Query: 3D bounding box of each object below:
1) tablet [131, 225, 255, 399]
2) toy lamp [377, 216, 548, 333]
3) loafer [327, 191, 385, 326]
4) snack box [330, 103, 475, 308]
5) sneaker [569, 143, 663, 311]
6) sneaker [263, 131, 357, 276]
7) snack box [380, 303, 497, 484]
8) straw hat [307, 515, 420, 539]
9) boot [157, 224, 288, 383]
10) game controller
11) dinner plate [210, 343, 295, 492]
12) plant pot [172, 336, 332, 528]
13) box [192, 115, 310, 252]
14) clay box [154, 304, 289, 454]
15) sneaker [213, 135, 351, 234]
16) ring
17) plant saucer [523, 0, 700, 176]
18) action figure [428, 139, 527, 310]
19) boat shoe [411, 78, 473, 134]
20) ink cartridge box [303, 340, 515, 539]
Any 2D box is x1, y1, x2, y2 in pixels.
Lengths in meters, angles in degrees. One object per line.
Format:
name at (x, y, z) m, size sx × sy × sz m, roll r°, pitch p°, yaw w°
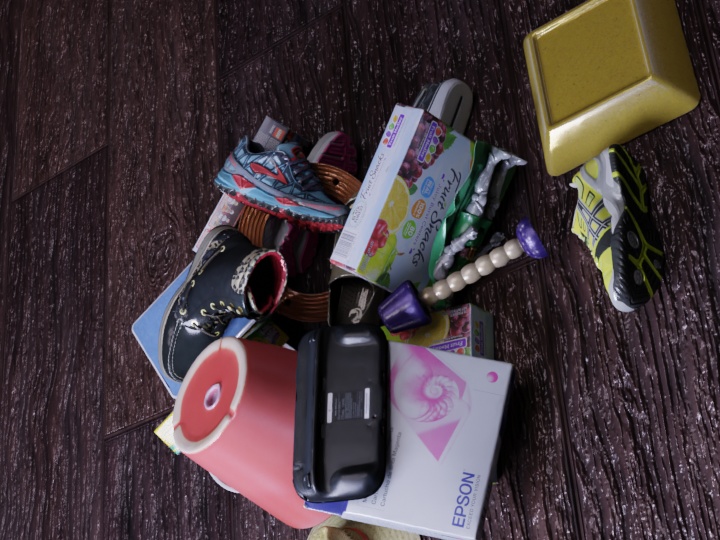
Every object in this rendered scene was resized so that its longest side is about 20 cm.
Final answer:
tablet at (-0.200, 0.053, 1.719) m, size 0.200 × 0.014 × 0.130 m, roll -45°, pitch 62°, yaw 15°
toy lamp at (0.112, 0.008, 1.520) m, size 0.199 × 0.058 × 0.058 m, roll -30°, pitch 52°, yaw 6°
loafer at (0.000, 0.000, 1.646) m, size 0.075 × 0.068 × 0.202 m, roll 3°, pitch 86°, yaw 13°
snack box at (0.063, -0.074, 1.584) m, size 0.053 × 0.142 × 0.201 m, roll 21°, pitch 87°, yaw 44°
sneaker at (0.271, -0.038, 1.450) m, size 0.076 × 0.075 × 0.201 m, roll -31°, pitch 43°, yaw 37°
sneaker at (-0.080, -0.098, 1.776) m, size 0.088 × 0.081 × 0.201 m, roll 33°, pitch 94°, yaw 43°
snack box at (0.084, 0.150, 1.539) m, size 0.142 × 0.053 × 0.202 m, roll -17°, pitch 61°, yaw 37°
straw hat at (-0.028, 0.341, 1.532) m, size 0.200 × 0.085 × 0.203 m, roll -19°, pitch 60°, yaw 36°
boot at (-0.167, 0.050, 1.618) m, size 0.153 × 0.073 × 0.205 m, roll 18°, pitch 85°, yaw 59°
game controller at (-0.021, 0.150, 1.454) m, size 0.103 × 0.042 × 0.202 m, roll -4°, pitch 63°, yaw 11°
dinner plate at (-0.131, 0.188, 1.736) m, size 0.199 × 0.024 × 0.202 m, roll -19°, pitch 59°, yaw 35°
plant pot at (-0.106, 0.174, 1.552) m, size 0.200 × 0.177 × 0.202 m, roll -33°, pitch 42°, yaw 36°
box at (-0.143, -0.102, 1.799) m, size 0.040 × 0.137 × 0.201 m, roll 30°, pitch 92°, yaw 9°
clay box at (-0.164, 0.134, 1.694) m, size 0.048 × 0.115 × 0.200 m, roll 45°, pitch 110°, yaw -2°
sneaker at (-0.089, -0.112, 1.654) m, size 0.199 × 0.079 × 0.096 m, roll 23°, pitch 87°, yaw 27°
ring at (-0.061, -0.036, 1.711) m, size 0.199 × 0.019 × 0.202 m, roll 1°, pitch 94°, yaw 14°
plant saucer at (0.272, -0.237, 1.546) m, size 0.199 × 0.048 × 0.201 m, roll -26°, pitch 57°, yaw 31°
action figure at (0.128, -0.046, 1.567) m, size 0.055 × 0.118 × 0.201 m, roll 29°, pitch 101°, yaw 33°
boat shoe at (0.076, -0.145, 1.676) m, size 0.071 × 0.072 × 0.201 m, roll 8°, pitch 67°, yaw 52°
ink cartridge box at (0.051, 0.178, 1.452) m, size 0.198 × 0.043 × 0.198 m, roll 9°, pitch 70°, yaw 13°
